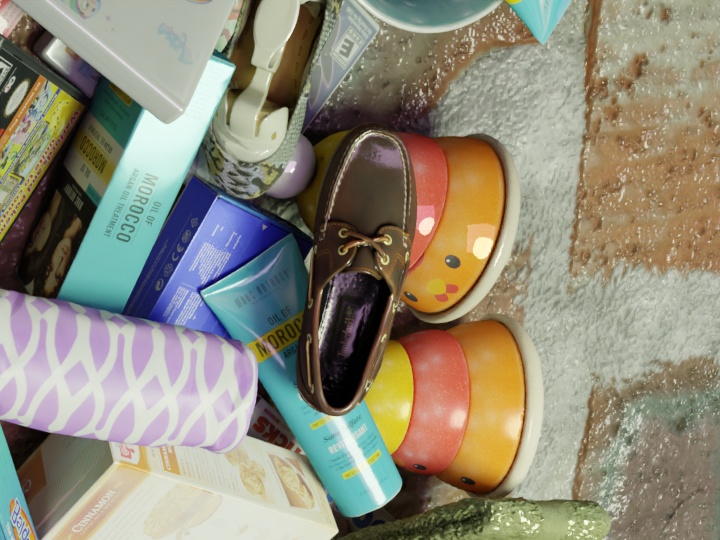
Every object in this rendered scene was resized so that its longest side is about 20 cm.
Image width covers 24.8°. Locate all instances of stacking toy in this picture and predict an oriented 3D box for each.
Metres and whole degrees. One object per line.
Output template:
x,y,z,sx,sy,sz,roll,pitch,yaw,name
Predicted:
0.027,0.099,1.253,0.199,0.146,0.147,6,103,-21,stacking toy
0.002,-0.053,1.180,0.199,0.146,0.147,17,96,-28,stacking toy

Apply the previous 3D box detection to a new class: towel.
0.077,0.208,1.260,0.148,0.200,0.037,11,65,-40,towel

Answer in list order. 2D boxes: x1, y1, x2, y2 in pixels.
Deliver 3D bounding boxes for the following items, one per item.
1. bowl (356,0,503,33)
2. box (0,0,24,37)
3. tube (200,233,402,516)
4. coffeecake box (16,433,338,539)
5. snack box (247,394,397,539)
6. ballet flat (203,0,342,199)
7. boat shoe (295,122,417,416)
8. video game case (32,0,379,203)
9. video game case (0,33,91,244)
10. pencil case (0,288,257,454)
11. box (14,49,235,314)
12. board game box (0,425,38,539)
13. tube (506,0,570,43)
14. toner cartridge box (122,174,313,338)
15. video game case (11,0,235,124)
0.029,-0.272,1.130,0.200,0.105,0.202,-12,113,-31,bowl
-0.299,-0.116,0.954,0.095,0.100,0.200,41,82,-38,box
-0.035,0.079,1.160,0.077,0.050,0.200,-34,107,-22,tube
-0.143,0.179,1.147,0.200,0.073,0.154,24,120,-39,coffeecake box
-0.046,0.177,1.285,0.072,0.024,0.200,-52,127,-11,snack box
-0.064,-0.129,1.057,0.072,0.072,0.201,0,123,-36,ballet flat
0.000,0.000,1.101,0.070,0.070,0.201,8,93,-6,boat shoe
-0.099,-0.161,1.130,0.200,0.023,0.182,42,80,-38,video game case
-0.248,-0.042,0.984,0.200,0.025,0.181,-57,172,-1,video game case
-0.164,0.066,1.030,0.199,0.085,0.084,15,77,-28,pencil case
-0.156,-0.064,1.065,0.049,0.082,0.200,19,104,-33,box
-0.284,0.189,1.054,0.152,0.045,0.201,-6,117,9,board game box
0.088,-0.233,1.086,0.200,0.050,0.078,33,93,-44,tube
-0.123,0.042,1.156,0.095,0.043,0.200,26,97,-40,toner cartridge box
-0.158,-0.210,0.977,0.200,0.024,0.182,39,44,-23,video game case
